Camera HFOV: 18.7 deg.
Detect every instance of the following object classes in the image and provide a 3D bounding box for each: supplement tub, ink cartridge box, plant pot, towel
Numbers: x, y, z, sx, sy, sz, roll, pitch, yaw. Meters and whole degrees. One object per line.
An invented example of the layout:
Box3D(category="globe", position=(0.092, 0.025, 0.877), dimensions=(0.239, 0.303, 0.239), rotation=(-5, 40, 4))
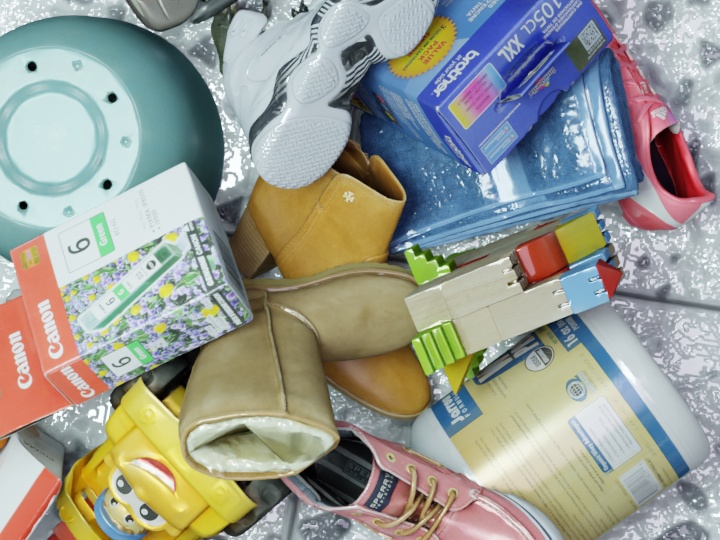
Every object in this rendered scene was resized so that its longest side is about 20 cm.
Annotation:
Box3D(category="supplement tub", position=(0.126, 0.128, 1.528), dimensions=(0.200, 0.145, 0.145), rotation=(-36, 88, 1))
Box3D(category="ink cartridge box", position=(-0.269, 0.193, 1.517), dimensions=(0.050, 0.200, 0.162), rotation=(34, 91, -6))
Box3D(category="ink cartridge box", position=(0.076, -0.154, 1.499), dimensions=(0.136, 0.200, 0.076), rotation=(-47, 131, -8))
Box3D(category="ink cartridge box", position=(-0.180, 0.023, 1.434), dimensions=(0.200, 0.050, 0.109), rotation=(-26, 54, 6))
Box3D(category="plant pot", position=(-0.204, -0.087, 1.537), dimensions=(0.200, 0.161, 0.201), rotation=(0, 90, 3))
Box3D(category="towel", position=(0.095, -0.084, 1.543), dimensions=(0.200, 0.049, 0.112), rotation=(-14, 87, 27))

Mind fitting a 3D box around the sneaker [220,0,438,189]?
Box3D(category="sneaker", position=(-0.028, -0.162, 1.471), dimensions=(0.075, 0.115, 0.200), rotation=(20, 108, -39))

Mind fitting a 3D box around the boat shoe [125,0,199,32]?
Box3D(category="boat shoe", position=(-0.169, -0.262, 1.581), dimensions=(0.074, 0.073, 0.200), rotation=(-16, 80, -21))

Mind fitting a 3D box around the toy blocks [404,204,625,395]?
Box3D(category="toy blocks", position=(0.114, 0.005, 1.475), dimensions=(0.137, 0.200, 0.100), rotation=(-22, 94, 15))

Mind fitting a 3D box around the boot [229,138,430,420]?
Box3D(category="boot", position=(0.000, -0.001, 1.539), dimensions=(0.201, 0.071, 0.144), rotation=(45, 132, 7))

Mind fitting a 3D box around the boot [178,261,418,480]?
Box3D(category="boot", position=(-0.030, 0.068, 1.427), dimensions=(0.175, 0.200, 0.066), rotation=(-6, 114, -1))

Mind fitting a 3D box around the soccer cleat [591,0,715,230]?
Box3D(category="soccer cleat", position=(0.187, -0.122, 1.555), dimensions=(0.067, 0.076, 0.200), rotation=(-26, 93, -34))

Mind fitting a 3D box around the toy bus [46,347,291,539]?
Box3D(category="toy bus", position=(-0.145, 0.149, 1.520), dimensions=(0.192, 0.200, 0.136), rotation=(-41, 89, 11))

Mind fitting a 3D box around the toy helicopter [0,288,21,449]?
Box3D(category="toy helicopter", position=(-0.225, 0.049, 1.530), dimensions=(0.200, 0.132, 0.079), rotation=(-22, 122, 31))

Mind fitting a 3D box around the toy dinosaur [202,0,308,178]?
Box3D(category="toy dinosaur", position=(-0.070, -0.145, 1.582), dimensions=(0.088, 0.047, 0.200), rotation=(-14, 90, 38))

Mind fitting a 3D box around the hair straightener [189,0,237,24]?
Box3D(category="hair straightener", position=(-0.040, -0.221, 1.560), dimensions=(0.200, 0.041, 0.077), rotation=(-29, 89, -26))

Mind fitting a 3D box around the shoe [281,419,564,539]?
Box3D(category="shoe", position=(0.035, 0.156, 1.423), dimensions=(0.200, 0.091, 0.072), rotation=(26, 91, 30))
